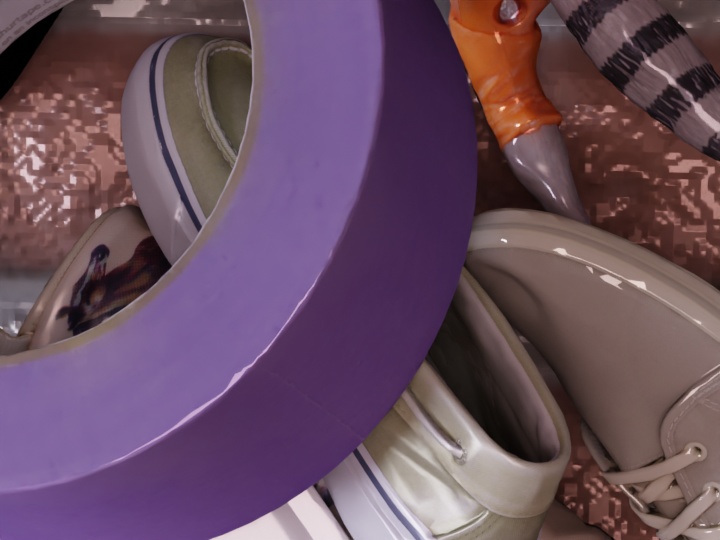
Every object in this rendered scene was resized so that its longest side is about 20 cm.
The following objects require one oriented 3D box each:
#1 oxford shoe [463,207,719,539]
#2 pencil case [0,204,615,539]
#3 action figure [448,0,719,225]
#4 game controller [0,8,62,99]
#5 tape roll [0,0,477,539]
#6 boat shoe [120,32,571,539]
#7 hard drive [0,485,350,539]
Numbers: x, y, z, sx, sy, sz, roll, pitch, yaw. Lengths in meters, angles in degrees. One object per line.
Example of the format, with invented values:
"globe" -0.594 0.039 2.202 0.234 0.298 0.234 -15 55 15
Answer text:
"oxford shoe" 0.102 0.056 0.837 0.200 0.075 0.058 41 69 -15
"pencil case" -0.017 0.064 0.858 0.200 0.089 0.078 35 113 1
"action figure" 0.064 -0.122 0.820 0.200 0.105 0.194 -39 102 13
"game controller" -0.107 -0.136 0.846 0.104 0.042 0.200 24 107 -36
"tape roll" -0.075 -0.031 0.771 0.199 0.085 0.201 -6 72 17
"boat shoe" 0.000 0.000 0.824 0.200 0.072 0.062 56 131 26
"hard drive" -0.079 0.139 0.799 0.200 0.026 0.132 -35 87 -5
